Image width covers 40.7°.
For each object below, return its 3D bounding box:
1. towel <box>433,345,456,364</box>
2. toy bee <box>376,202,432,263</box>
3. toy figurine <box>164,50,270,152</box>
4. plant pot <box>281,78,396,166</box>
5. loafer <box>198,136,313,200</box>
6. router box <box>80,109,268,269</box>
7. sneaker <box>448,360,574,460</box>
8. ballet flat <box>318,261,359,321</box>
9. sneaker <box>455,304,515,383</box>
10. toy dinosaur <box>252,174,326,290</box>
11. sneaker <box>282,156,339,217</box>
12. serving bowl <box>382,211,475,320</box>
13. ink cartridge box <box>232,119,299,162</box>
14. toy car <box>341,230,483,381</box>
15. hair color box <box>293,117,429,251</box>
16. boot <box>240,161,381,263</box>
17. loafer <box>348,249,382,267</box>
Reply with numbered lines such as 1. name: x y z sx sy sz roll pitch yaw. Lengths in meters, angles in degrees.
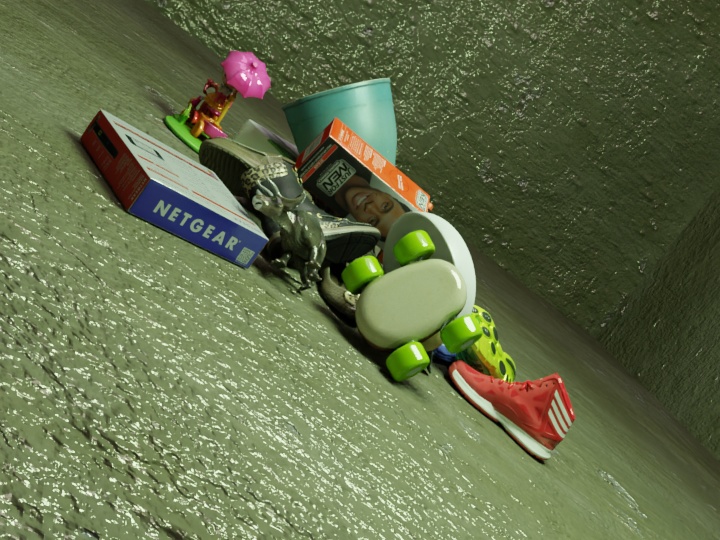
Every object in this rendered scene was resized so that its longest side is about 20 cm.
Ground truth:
1. towel: 0.122 0.057 1.593 0.144 0.024 0.203 26 46 -55
2. toy bee: 0.093 -0.069 1.739 0.131 0.110 0.199 39 -20 -25
3. toy figurine: -0.237 -0.304 1.713 0.149 0.185 0.200 32 10 -29
4. plant pot: -0.022 -0.221 1.717 0.200 0.197 0.191 -52 129 -80
5. loafer: -0.160 -0.151 1.523 0.198 0.076 0.068 29 38 -1
6. router box: -0.231 -0.101 1.207 0.199 0.049 0.180 29 14 -45
7. sneaker: 0.236 0.177 1.458 0.199 0.116 0.078 40 10 8
8. ballet flat: -0.027 0.018 1.425 0.067 0.047 0.200 33 11 -22
9. sneaker: 0.181 0.131 1.527 0.083 0.075 0.201 -3 -42 29
10. toy dinosaur: -0.073 -0.038 1.292 0.076 0.104 0.200 -4 -26 22
11. sneaker: -0.084 -0.137 1.619 0.199 0.071 0.075 38 11 37
12. serving bowl: 0.112 0.009 1.455 0.065 0.202 0.200 -11 39 -30
13. ink cartridge box: -0.137 -0.182 1.819 0.145 0.084 0.199 45 12 30
14. toy car: 0.069 0.072 1.352 0.166 0.156 0.200 62 -9 20
15. hair color box: 0.002 -0.130 1.501 0.199 0.101 0.062 37 34 -18
16. boot: -0.075 -0.086 1.430 0.198 0.073 0.152 -6 53 -37
17. loafer: 0.000 0.000 1.537 0.072 0.062 0.202 92 -12 -48
